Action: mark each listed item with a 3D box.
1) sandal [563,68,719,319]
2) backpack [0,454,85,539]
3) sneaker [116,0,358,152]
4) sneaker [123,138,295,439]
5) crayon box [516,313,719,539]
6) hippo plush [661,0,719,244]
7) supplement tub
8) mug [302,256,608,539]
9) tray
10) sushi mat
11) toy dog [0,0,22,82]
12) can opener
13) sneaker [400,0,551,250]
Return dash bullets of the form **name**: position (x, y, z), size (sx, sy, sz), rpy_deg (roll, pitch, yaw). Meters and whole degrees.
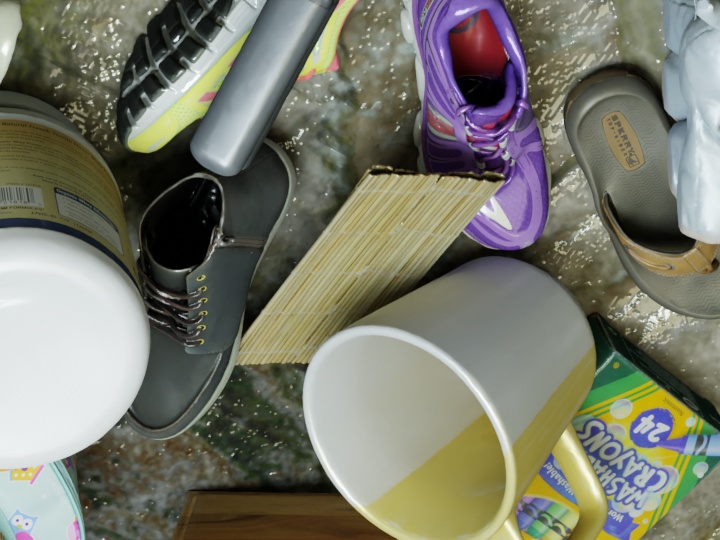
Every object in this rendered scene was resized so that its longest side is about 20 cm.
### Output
- **sandal**: position (0.191, -0.038, 1.407), size (0.081, 0.055, 0.200), rpy_deg (-28, 123, 5)
- **backpack**: position (-0.265, 0.145, 1.356), size (0.199, 0.153, 0.176), rpy_deg (-30, 118, -2)
- **sneaker**: position (-0.054, -0.129, 1.281), size (0.200, 0.078, 0.090), rpy_deg (-42, 123, 12)
- **sneaker**: position (-0.111, 0.017, 1.328), size (0.074, 0.106, 0.201), rpy_deg (26, 109, 13)
- **crayon box**: position (0.133, 0.140, 1.504), size (0.126, 0.052, 0.200), rpy_deg (36, 108, -29)
- **hippo plush**: position (0.260, -0.117, 1.301), size (0.160, 0.160, 0.201), rpy_deg (-2, 131, 2)
- **supplement tub**: position (-0.196, -0.001, 1.250), size (0.143, 0.200, 0.145), rpy_deg (-6, 122, -9)
- **mug**: position (0.069, 0.083, 1.384), size (0.149, 0.153, 0.188), rpy_deg (12, 123, 32)
- **tray**: position (-0.018, 0.177, 1.428), size (0.199, 0.099, 0.037), rpy_deg (-1, 113, 6)
- **sushi mat**: position (0.000, 0.000, 1.356), size (0.095, 0.012, 0.200), rpy_deg (4, 143, -32)
- **toy dog**: position (-0.291, -0.160, 1.189), size (0.199, 0.140, 0.194), rpy_deg (13, 153, -22)
- **can opener**: position (-0.046, -0.151, 1.215), size (0.067, 0.053, 0.201), rpy_deg (30, 101, 1)
- **sneaker**: position (0.069, -0.089, 1.331), size (0.080, 0.084, 0.201), rpy_deg (-19, 124, -1)
